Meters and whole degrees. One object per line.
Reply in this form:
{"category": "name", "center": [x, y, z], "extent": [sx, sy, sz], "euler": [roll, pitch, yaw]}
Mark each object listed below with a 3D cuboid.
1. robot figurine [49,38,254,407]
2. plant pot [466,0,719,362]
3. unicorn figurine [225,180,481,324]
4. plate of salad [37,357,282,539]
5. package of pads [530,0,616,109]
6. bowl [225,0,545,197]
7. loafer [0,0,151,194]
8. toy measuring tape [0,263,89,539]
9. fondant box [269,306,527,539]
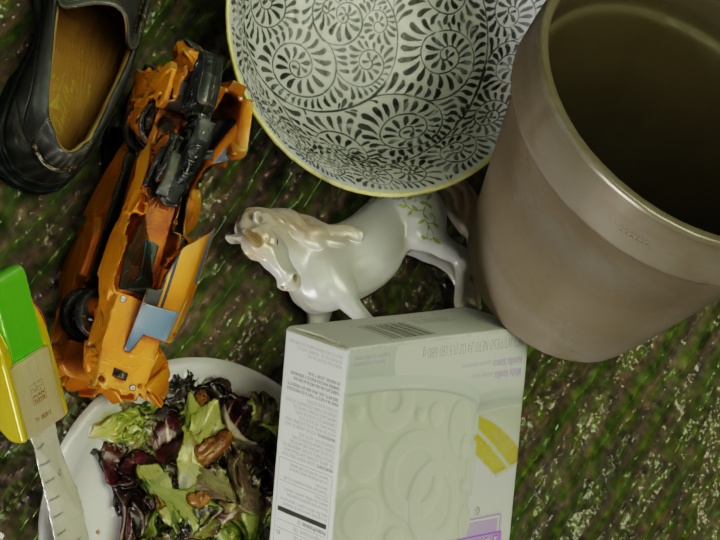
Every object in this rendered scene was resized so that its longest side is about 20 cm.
{"category": "robot figurine", "center": [-0.115, -0.027, 1.611], "extent": [0.058, 0.145, 0.201], "euler": [21, 82, -22]}
{"category": "plant pot", "center": [0.148, -0.042, 1.645], "extent": [0.199, 0.174, 0.201], "euler": [17, 47, -18]}
{"category": "unicorn figurine", "center": [0.000, 0.000, 1.719], "extent": [0.200, 0.074, 0.138], "euler": [-38, 104, -43]}
{"category": "plate of salad", "center": [-0.087, 0.149, 1.661], "extent": [0.199, 0.048, 0.201], "euler": [3, 84, -29]}
{"category": "package of pads", "center": [0.105, -0.190, 1.760], "extent": [0.075, 0.120, 0.201], "euler": [-21, 95, -29]}
{"category": "bowl", "center": [0.001, -0.141, 1.706], "extent": [0.200, 0.094, 0.202], "euler": [0, 89, -22]}
{"category": "loafer", "center": [-0.146, -0.140, 1.641], "extent": [0.072, 0.072, 0.201], "euler": [19, 76, -26]}
{"category": "toy measuring tape", "center": [-0.196, 0.075, 1.594], "extent": [0.073, 0.073, 0.201], "euler": [-23, 111, -29]}
{"category": "fondant box", "center": [0.020, 0.128, 1.672], "extent": [0.144, 0.058, 0.201], "euler": [-6, 107, -42]}
